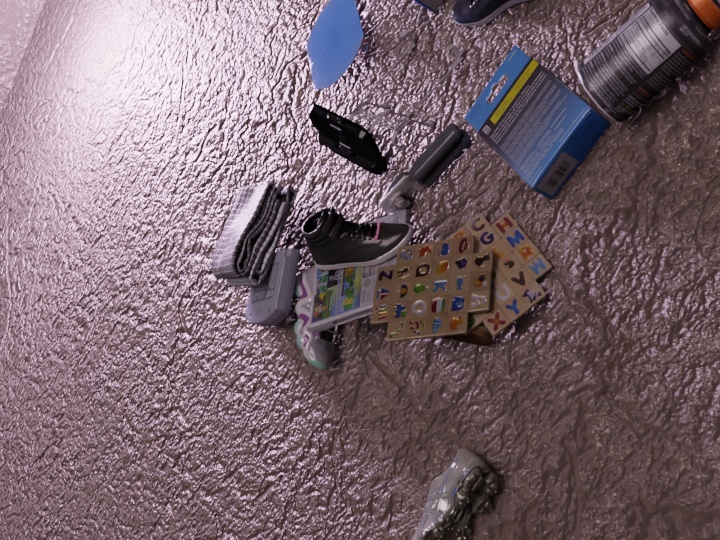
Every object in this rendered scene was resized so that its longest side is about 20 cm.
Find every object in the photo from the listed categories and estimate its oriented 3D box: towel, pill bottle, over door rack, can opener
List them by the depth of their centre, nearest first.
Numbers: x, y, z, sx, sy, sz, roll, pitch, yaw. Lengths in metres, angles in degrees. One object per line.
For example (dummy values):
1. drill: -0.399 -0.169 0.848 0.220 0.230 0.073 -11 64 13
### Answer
1. pill bottle: 0.405 -0.307 1.362 0.199 0.105 0.108 -41 51 29
2. can opener: 0.102 -0.173 1.670 0.200 0.052 0.067 -44 48 27
3. over door rack: 0.084 -0.312 1.737 0.147 0.066 0.202 30 85 47
4. towel: -0.207 -0.072 1.875 0.165 0.085 0.203 -8 58 68

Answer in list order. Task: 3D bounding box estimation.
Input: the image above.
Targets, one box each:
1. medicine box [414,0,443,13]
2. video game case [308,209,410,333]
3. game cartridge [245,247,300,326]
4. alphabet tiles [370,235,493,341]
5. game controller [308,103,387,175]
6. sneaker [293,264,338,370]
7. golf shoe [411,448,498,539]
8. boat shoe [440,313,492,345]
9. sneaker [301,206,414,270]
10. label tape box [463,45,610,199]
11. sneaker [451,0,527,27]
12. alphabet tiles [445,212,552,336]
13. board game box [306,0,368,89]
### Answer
1. medicine box: 0.052 -0.573 1.765 0.104 0.180 0.200 -58 44 14
2. video game case: 0.000 0.000 1.662 0.180 0.022 0.202 -19 43 24
3. game cartridge: -0.166 0.036 1.845 0.199 0.040 0.136 -16 59 67
4. alphabet tiles: 0.110 0.028 1.521 0.197 0.006 0.169 -9 56 27
5. game controller: -0.025 -0.240 1.793 0.042 0.105 0.199 -35 40 -19
6. sneaker: -0.052 0.061 1.732 0.139 0.077 0.203 -35 54 34
7. golf shoe: 0.126 0.357 1.465 0.201 0.078 0.097 -55 28 10
8. boat shoe: 0.133 0.063 1.552 0.198 0.072 0.073 10 70 47
9. sneaker: -0.013 -0.062 1.636 0.197 0.100 0.071 -12 43 29
10. label tape box: 0.267 -0.229 1.510 0.145 0.063 0.201 -53 45 19
11. sneaker: 0.198 -0.476 1.609 0.200 0.145 0.078 -17 66 43
12. alphabet tiles: 0.193 0.003 1.505 0.166 0.006 0.201 -37 48 5
13. board game box: -0.039 -0.442 1.923 0.158 0.039 0.203 -42 45 35
